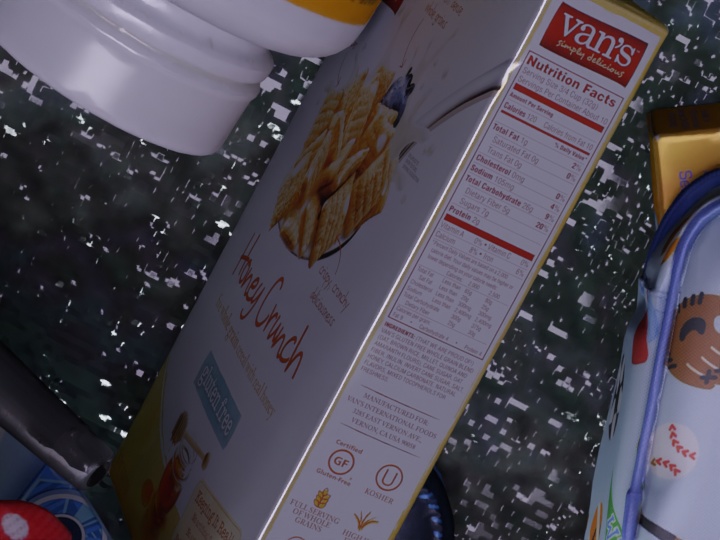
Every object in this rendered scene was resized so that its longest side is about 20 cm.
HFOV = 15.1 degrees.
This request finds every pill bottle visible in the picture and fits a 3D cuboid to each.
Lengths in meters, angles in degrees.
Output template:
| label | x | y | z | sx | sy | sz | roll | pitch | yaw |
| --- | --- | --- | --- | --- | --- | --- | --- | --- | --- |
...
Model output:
| label | x | y | z | sx | sy | sz | roll | pitch | yaw |
| --- | --- | --- | --- | --- | --- | --- | --- | --- | --- |
| pill bottle | -0.019 | -0.133 | 0.713 | 0.109 | 0.109 | 0.200 | 32 | 104 | -5 |

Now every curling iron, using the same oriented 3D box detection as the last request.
| label | x | y | z | sx | sy | sz | roll | pitch | yaw |
| --- | --- | --- | --- | --- | --- | --- | --- | --- | --- |
| curling iron | -0.131 | -0.015 | 0.721 | 0.049 | 0.026 | 0.200 | -35 | 63 | -20 |

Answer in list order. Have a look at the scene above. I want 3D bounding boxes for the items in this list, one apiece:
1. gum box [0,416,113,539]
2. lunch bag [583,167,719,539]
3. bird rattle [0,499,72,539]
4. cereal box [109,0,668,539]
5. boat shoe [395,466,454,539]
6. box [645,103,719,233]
| label | x | y | z | sx | sy | sz | roll | pitch | yaw |
| --- | --- | --- | --- | --- | --- | --- | --- | --- | --- |
| gum box | -0.173 | 0.060 | 0.720 | 0.169 | 0.045 | 0.200 | -29 | 61 | -13 |
| lunch bag | 0.142 | 0.077 | 0.731 | 0.159 | 0.076 | 0.201 | 8 | 97 | -1 |
| bird rattle | -0.121 | 0.142 | 0.633 | 0.112 | 0.163 | 0.201 | 30 | 87 | 35 |
| cereal box | 0.000 | 0.000 | 0.721 | 0.039 | 0.144 | 0.201 | 24 | 100 | -18 |
| boat shoe | -0.016 | 0.148 | 0.808 | 0.084 | 0.069 | 0.201 | 15 | 105 | -1 |
| box | 0.186 | 0.005 | 0.774 | 0.199 | 0.041 | 0.120 | -6 | 104 | 7 |
